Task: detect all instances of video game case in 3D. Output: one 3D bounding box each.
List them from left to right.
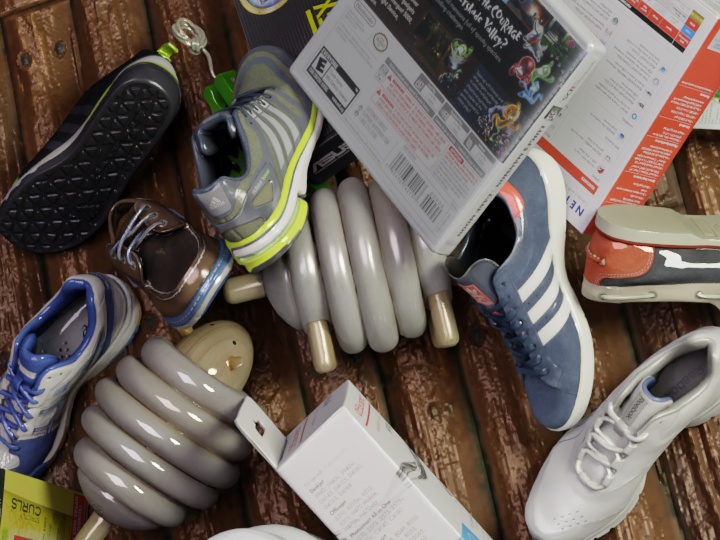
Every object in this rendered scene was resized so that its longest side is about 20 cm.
[{"bbox_3d":[0.055,-0.143,1.554,0.182,0.023,0.200,-52,54,22],"label":"video game case"}]

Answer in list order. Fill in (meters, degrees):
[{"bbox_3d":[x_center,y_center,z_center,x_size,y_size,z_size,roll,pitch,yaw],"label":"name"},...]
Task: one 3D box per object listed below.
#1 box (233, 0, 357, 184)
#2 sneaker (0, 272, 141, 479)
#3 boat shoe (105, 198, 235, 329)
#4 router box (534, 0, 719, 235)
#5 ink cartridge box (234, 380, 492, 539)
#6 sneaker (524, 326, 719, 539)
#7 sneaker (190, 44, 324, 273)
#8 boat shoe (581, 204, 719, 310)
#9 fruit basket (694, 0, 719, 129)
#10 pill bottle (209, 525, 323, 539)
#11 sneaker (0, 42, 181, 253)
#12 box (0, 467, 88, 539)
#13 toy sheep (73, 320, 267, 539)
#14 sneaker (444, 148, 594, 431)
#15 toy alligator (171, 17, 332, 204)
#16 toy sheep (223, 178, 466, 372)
[{"bbox_3d":[-0.008,-0.190,1.692,0.160,0.044,0.201,-32,56,21],"label":"box"},{"bbox_3d":[-0.250,0.083,1.722,0.075,0.088,0.201,32,90,19],"label":"sneaker"},{"bbox_3d":[-0.148,-0.010,1.653,0.072,0.200,0.073,35,86,-19],"label":"boat shoe"},{"bbox_3d":[0.156,-0.153,1.614,0.200,0.049,0.180,47,114,36],"label":"router box"},{"bbox_3d":[0.006,0.148,1.574,0.067,0.116,0.200,-42,94,5],"label":"ink cartridge box"},{"bbox_3d":[0.184,0.110,1.580,0.074,0.087,0.200,42,93,19],"label":"sneaker"},{"bbox_3d":[-0.076,-0.096,1.608,0.073,0.081,0.201,-26,39,24],"label":"sneaker"},{"bbox_3d":[0.251,-0.001,1.575,0.198,0.071,0.063,6,111,-12],"label":"boat shoe"},{"bbox_3d":[0.236,-0.189,1.646,0.199,0.094,0.187,2,77,34],"label":"fruit basket"},{"bbox_3d":[-0.050,0.236,1.555,0.113,0.200,0.115,-4,77,16],"label":"pill bottle"},{"bbox_3d":[-0.204,-0.095,1.769,0.072,0.083,0.200,40,110,-22],"label":"sneaker"},{"bbox_3d":[-0.260,0.184,1.641,0.050,0.200,0.076,1,77,17],"label":"box"},{"bbox_3d":[-0.143,0.124,1.654,0.137,0.138,0.201,30,88,21],"label":"toy sheep"},{"bbox_3d":[0.104,0.019,1.580,0.075,0.084,0.202,-2,101,56],"label":"sneaker"},{"bbox_3d":[-0.089,-0.107,1.735,0.200,0.059,0.054,50,135,21],"label":"toy alligator"},{"bbox_3d":[0.000,0.000,1.633,0.198,0.138,0.139,-12,74,-4],"label":"toy sheep"}]
